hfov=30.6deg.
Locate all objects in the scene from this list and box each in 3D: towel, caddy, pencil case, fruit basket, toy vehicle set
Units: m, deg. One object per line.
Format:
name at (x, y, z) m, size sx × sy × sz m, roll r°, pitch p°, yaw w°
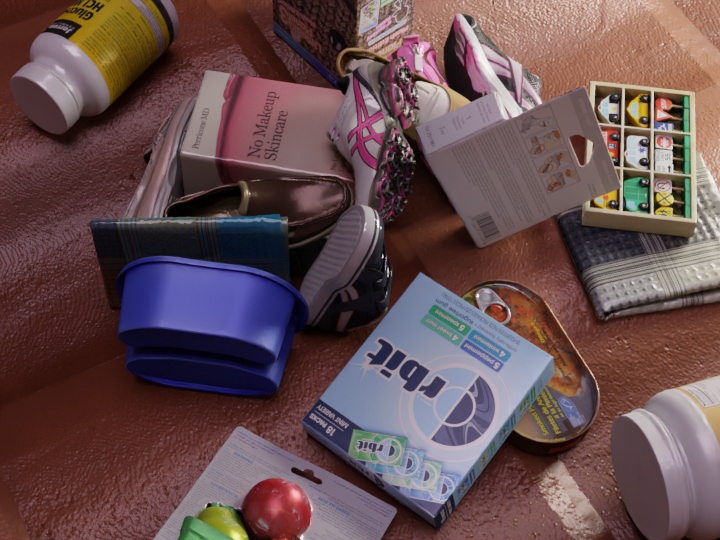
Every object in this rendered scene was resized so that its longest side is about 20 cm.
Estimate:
towel at (-0.169, -0.008, 1.355) m, size 0.197 × 0.147 × 0.022 m, roll 0°, pitch 53°, yaw -1°
caddy at (-0.152, 0.047, 1.321) m, size 0.197 × 0.142 × 0.106 m, roll 7°, pitch 58°, yaw 2°
pencil case at (0.091, -0.173, 1.510) m, size 0.090 × 0.094 × 0.201 m, roll -15°, pitch 58°, yaw -26°
fruit basket at (-0.088, 0.257, 1.227) m, size 0.184 × 0.094 × 0.200 m, roll 24°, pitch 42°, yaw 13°
toy vehicle set at (0.318, -0.130, 1.501) m, size 0.123 × 0.027 × 0.202 m, roll 6°, pitch 53°, yaw 5°
towel at (0.326, -0.039, 1.472) m, size 0.197 × 0.035 × 0.194 m, roll -12°, pitch 54°, yaw -7°

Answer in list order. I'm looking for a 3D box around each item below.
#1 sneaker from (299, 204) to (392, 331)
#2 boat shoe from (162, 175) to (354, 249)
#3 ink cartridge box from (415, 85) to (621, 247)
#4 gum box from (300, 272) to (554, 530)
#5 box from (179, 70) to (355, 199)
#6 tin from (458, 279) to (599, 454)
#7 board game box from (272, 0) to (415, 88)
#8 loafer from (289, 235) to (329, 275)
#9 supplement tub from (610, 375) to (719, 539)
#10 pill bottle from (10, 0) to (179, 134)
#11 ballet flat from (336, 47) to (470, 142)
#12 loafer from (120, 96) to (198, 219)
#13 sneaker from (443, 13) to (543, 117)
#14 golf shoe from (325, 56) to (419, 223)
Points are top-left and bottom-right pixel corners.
sneaker at (0.000, 0.000, 1.328) m, size 0.078 × 0.200 × 0.079 m, roll 13°, pitch 62°, yaw -15°
boat shoe at (-0.107, -0.060, 1.354) m, size 0.200 × 0.075 × 0.076 m, roll -13°, pitch 70°, yaw 6°
ink cartridge box at (0.169, -0.117, 1.380) m, size 0.172 × 0.200 × 0.044 m, roll -24°, pitch 56°, yaw 10°
gum box at (0.068, 0.125, 1.306) m, size 0.169 × 0.045 × 0.200 m, roll 33°, pitch 72°, yaw 23°
box at (-0.089, -0.129, 1.463) m, size 0.197 × 0.109 × 0.129 m, roll 9°, pitch 56°, yaw 3°
tin at (0.166, 0.099, 1.361) m, size 0.111 × 0.042 × 0.201 m, roll -18°, pitch 59°, yaw -19°
board game box at (-0.022, -0.332, 1.551) m, size 0.096 × 0.201 × 0.159 m, roll -35°, pitch 63°, yaw -23°
loafer at (-0.096, -0.042, 1.430) m, size 0.197 × 0.072 × 0.064 m, roll 4°, pitch 51°, yaw 4°
supplement tub at (0.354, 0.172, 1.253) m, size 0.198 × 0.145 × 0.146 m, roll -14°, pitch 57°, yaw -12°
pill bottle at (-0.312, -0.255, 1.539) m, size 0.112 × 0.113 × 0.201 m, roll 28°, pitch 59°, yaw 16°
ballet flat at (0.048, -0.191, 1.454) m, size 0.199 × 0.063 × 0.069 m, roll 30°, pitch 90°, yaw 32°
loafer at (-0.224, -0.115, 1.476) m, size 0.062 × 0.072 × 0.202 m, roll 5°, pitch 58°, yaw 10°
sneaker at (0.169, -0.220, 1.570) m, size 0.085 × 0.081 × 0.202 m, roll -13°, pitch 64°, yaw -25°
golf shoe at (0.009, -0.129, 1.370) m, size 0.091 × 0.073 × 0.202 m, roll -9°, pitch 54°, yaw 21°
